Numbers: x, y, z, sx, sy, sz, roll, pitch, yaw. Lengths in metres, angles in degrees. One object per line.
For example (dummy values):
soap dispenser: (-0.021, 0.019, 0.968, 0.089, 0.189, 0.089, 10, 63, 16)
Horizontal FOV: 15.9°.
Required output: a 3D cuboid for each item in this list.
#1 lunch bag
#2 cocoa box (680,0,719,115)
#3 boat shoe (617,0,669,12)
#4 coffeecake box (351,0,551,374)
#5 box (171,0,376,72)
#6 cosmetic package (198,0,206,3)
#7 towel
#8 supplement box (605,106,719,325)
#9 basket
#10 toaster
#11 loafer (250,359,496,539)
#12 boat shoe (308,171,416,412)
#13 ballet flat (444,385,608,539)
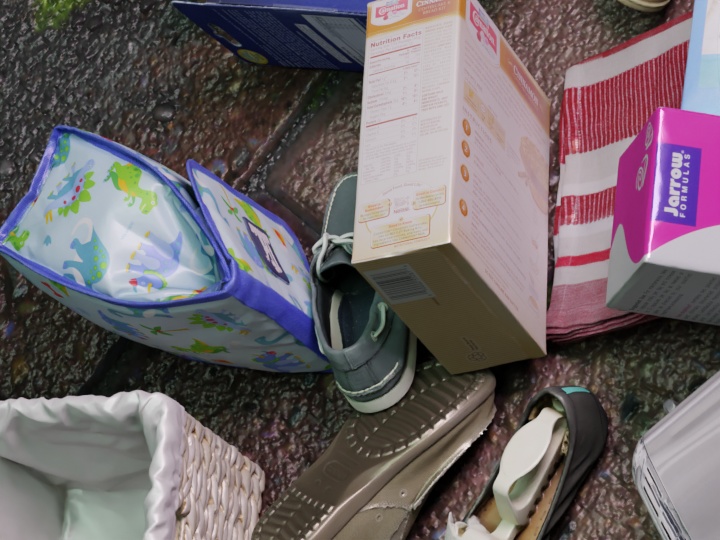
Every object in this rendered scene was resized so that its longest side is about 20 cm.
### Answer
lunch bag: (-0.119, -0.002, 1.759, 0.199, 0.170, 0.128, 27, 86, 33)
cocoa box: (0.314, -0.131, 1.594, 0.199, 0.131, 0.134, 1, 72, 25)
boat shoe: (0.200, -0.273, 1.736, 0.063, 0.073, 0.201, 145, 133, -63)
coffeecake box: (0.062, -0.060, 1.674, 0.073, 0.154, 0.201, -12, 56, 24)
box: (-0.022, -0.171, 1.797, 0.199, 0.121, 0.033, 6, 75, 29)
cosmetic package: (-0.026, -0.240, 1.854, 0.199, 0.071, 0.106, 6, 74, 29)
towel: (0.173, -0.059, 1.672, 0.144, 0.023, 0.201, -21, 59, 55)
supplement box: (0.257, -0.022, 1.552, 0.199, 0.103, 0.102, 8, 73, -5)
basket: (-0.182, 0.198, 1.724, 0.199, 0.161, 0.199, -4, 70, 27)
toaster: (0.254, 0.145, 1.543, 0.129, 0.114, 0.201, -36, 61, 17)
loafer: (0.015, 0.137, 1.699, 0.200, 0.068, 0.076, -41, 38, -10)
boat shoe: (0.000, 0.000, 1.737, 0.072, 0.062, 0.201, -20, 47, 20)
ballet flat: (0.090, 0.159, 1.648, 0.068, 0.068, 0.201, 23, 84, 32)
